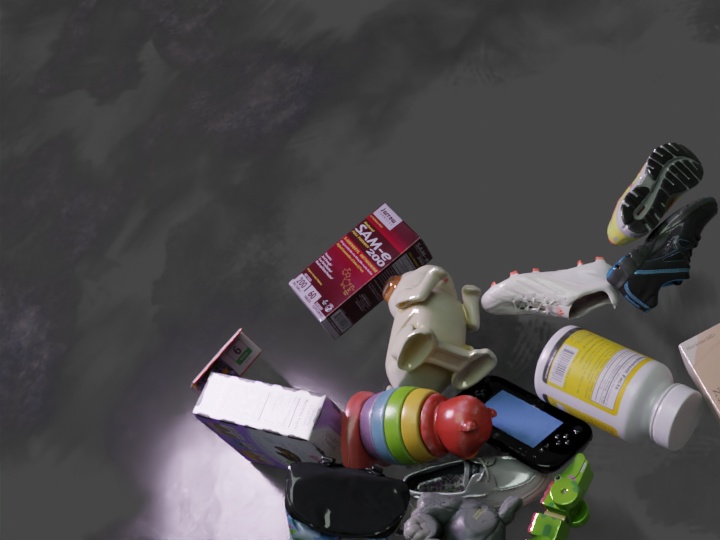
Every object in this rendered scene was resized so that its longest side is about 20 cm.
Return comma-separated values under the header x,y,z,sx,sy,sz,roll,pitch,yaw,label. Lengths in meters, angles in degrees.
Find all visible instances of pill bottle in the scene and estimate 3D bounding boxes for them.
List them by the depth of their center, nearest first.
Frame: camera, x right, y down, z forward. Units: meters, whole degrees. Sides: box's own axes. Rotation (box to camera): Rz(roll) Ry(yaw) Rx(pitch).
x,y,z,sx,sy,sz,roll,pitch,yaw,label
0.335,0.156,1.618,0.199,0.111,0.112,25,72,37,pill bottle

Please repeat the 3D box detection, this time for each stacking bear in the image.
x,y,z,sx,sy,sz,roll,pitch,yaw,label
0.084,0.210,1.663,0.199,0.121,0.115,-8,91,36,stacking bear

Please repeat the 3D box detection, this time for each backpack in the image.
x,y,z,sx,sy,sz,roll,pitch,yaw,label
-0.028,0.337,1.625,0.162,0.200,0.155,11,72,-2,backpack

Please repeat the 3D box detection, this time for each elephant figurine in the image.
x,y,z,sx,sy,sz,roll,pitch,yaw,label
0.104,0.378,1.587,0.154,0.201,0.142,15,46,7,elephant figurine

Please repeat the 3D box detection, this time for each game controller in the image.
x,y,z,sx,sy,sz,roll,pitch,yaw,label
0.211,0.204,1.672,0.104,0.042,0.199,-25,35,-35,game controller

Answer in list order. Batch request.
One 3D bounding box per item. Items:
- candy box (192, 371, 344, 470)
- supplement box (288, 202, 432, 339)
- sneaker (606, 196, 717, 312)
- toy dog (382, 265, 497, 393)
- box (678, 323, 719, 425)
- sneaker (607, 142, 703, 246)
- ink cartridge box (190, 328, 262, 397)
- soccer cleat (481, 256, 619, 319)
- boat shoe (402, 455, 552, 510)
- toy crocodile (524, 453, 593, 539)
x,y,z,sx,sy,sz,roll,pitch,yaw,label
-0.107,0.224,1.760,0.199,0.168,0.072,8,63,30,candy box
0.000,0.000,1.932,0.200,0.061,0.109,-40,49,-4,supplement box
0.432,-0.024,1.734,0.200,0.073,0.082,-40,83,-14,sneaker
0.099,0.081,1.779,0.139,0.195,0.201,13,42,-16,toy dog
0.486,0.165,1.556,0.095,0.078,0.201,-29,50,7,box
0.414,-0.108,1.787,0.078,0.090,0.200,44,60,8,sneaker
-0.199,0.146,1.853,0.050,0.200,0.109,41,79,-2,ink cartridge box
0.268,0.038,1.766,0.199,0.069,0.078,-13,56,15,soccer cleat
0.151,0.276,1.656,0.199,0.069,0.072,-8,54,21,boat shoe
0.242,0.324,1.578,0.061,0.068,0.201,14,65,34,toy crocodile
